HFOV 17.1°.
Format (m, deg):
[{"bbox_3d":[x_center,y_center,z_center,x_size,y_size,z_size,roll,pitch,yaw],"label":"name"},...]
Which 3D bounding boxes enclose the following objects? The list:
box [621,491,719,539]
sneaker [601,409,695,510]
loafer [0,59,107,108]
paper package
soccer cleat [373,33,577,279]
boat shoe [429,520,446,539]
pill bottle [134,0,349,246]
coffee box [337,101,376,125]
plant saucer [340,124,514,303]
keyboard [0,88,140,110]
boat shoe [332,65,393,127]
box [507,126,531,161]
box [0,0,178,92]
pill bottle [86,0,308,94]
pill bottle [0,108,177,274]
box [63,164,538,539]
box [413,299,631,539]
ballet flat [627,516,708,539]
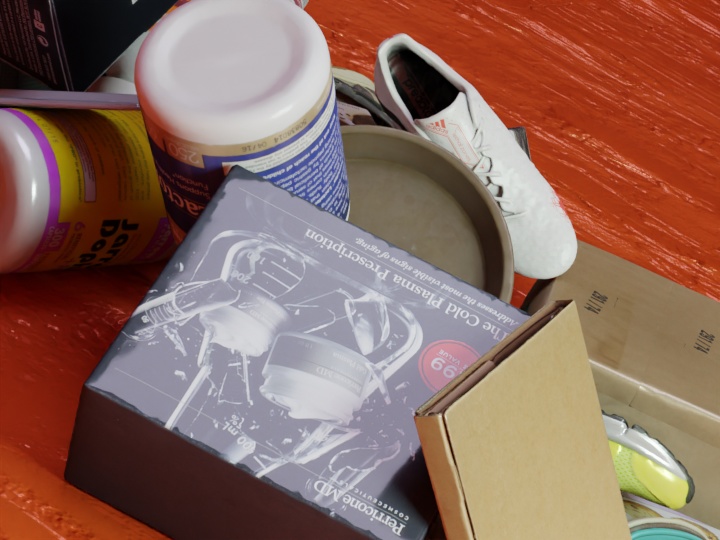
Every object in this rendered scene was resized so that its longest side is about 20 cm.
[{"bbox_3d":[0.237,0.195,1.514,0.200,0.039,0.041,24,26,-3],"label":"box"},{"bbox_3d":[0.106,0.121,1.482,0.200,0.090,0.078,17,-10,10],"label":"sneaker"},{"bbox_3d":[-0.244,-0.122,1.687,0.063,0.072,0.200,16,9,31],"label":"loafer"},{"bbox_3d":[0.188,0.083,1.619,0.190,0.104,0.200,24,24,1],"label":"paper package"},{"bbox_3d":[0.073,-0.077,1.614,0.200,0.069,0.085,55,-2,16],"label":"soccer cleat"},{"bbox_3d":[0.002,0.099,1.444,0.202,0.072,0.060,44,25,29],"label":"boat shoe"},{"bbox_3d":[-0.066,-0.063,1.456,0.116,0.200,0.116,-4,51,5],"label":"pill bottle"},{"bbox_3d":[-0.030,-0.051,1.711,0.113,0.080,0.200,14,26,-26],"label":"coffee box"},{"bbox_3d":[0.000,0.000,1.562,0.200,0.200,0.029,30,-19,12],"label":"plant saucer"},{"bbox_3d":[-0.202,-0.107,1.516,0.200,0.011,0.056,5,11,33],"label":"keyboard"},{"bbox_3d":[-0.046,-0.128,1.866,0.201,0.072,0.066,6,25,-45],"label":"boat shoe"},{"bbox_3d":[0.090,-0.062,1.762,0.068,0.082,0.200,-9,4,6],"label":"box"},{"bbox_3d":[-0.213,-0.253,1.615,0.197,0.124,0.200,29,61,22],"label":"box"},{"bbox_3d":[-0.116,-0.167,1.707,0.110,0.200,0.110,27,-18,10],"label":"pill bottle"},{"bbox_3d":[-0.173,-0.054,1.549,0.200,0.104,0.104,-5,38,-48],"label":"pill bottle"},{"bbox_3d":[-0.032,0.072,1.339,0.200,0.104,0.182,27,54,6],"label":"box"},{"bbox_3d":[0.098,0.137,1.311,0.021,0.200,0.163,-5,18,33],"label":"box"},{"bbox_3d":[0.131,0.175,1.430,0.200,0.070,0.069,-1,35,-45],"label":"ballet flat"}]
